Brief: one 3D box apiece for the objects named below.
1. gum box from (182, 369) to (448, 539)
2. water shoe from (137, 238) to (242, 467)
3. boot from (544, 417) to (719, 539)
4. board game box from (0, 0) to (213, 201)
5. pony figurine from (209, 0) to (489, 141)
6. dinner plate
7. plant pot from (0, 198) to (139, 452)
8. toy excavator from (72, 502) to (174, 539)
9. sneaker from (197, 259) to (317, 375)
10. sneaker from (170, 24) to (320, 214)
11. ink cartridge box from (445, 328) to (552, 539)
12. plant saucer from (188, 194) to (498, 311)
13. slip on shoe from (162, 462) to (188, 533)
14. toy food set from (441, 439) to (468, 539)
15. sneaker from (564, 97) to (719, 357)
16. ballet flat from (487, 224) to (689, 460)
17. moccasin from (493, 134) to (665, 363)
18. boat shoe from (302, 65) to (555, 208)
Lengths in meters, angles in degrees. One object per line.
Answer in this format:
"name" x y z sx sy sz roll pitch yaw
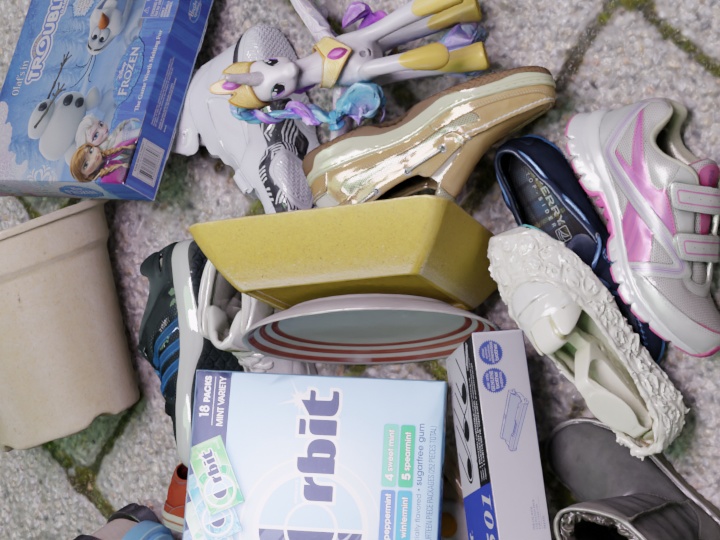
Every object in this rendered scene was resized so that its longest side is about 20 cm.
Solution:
"gum box" -0.035 0.168 1.273 0.198 0.045 0.172 3 78 7
"water shoe" -0.150 0.076 1.418 0.078 0.071 0.202 -14 71 38
"boot" 0.174 0.171 1.147 0.181 0.199 0.073 31 108 26
"board game box" -0.231 -0.161 1.411 0.198 0.043 0.202 2 71 40
"pony figurine" -0.003 -0.161 1.260 0.198 0.193 0.168 -16 88 12
"dinner plate" 0.008 0.043 1.247 0.199 0.200 0.025 -9 75 32
"plant pot" -0.287 0.052 1.444 0.199 0.200 0.185 -16 96 31
"toy excavator" -0.162 0.324 1.430 0.198 0.100 0.197 14 109 25
"sneaker" -0.091 0.072 1.355 0.073 0.115 0.202 -2 94 30
"sneaker" -0.094 -0.094 1.371 0.114 0.075 0.202 -19 78 32
"ink cartridge box" 0.105 0.153 1.228 0.044 0.094 0.202 -4 76 -10
"plant saucer" 0.000 0.000 1.223 0.198 0.200 0.049 -6 75 21
"slip on shoe" -0.105 0.195 1.375 0.199 0.073 0.062 0 87 55
"toy food set" 0.030 0.213 1.321 0.143 0.060 0.201 -43 72 27
"sneaker" 0.222 -0.037 1.173 0.088 0.081 0.202 -27 80 32
"ballet flat" 0.160 0.054 1.168 0.072 0.072 0.200 -40 96 27
"moccasin" 0.151 -0.007 1.226 0.080 0.068 0.201 -41 73 27
"boat shoe" 0.059 -0.083 1.210 0.198 0.072 0.077 -24 74 14
